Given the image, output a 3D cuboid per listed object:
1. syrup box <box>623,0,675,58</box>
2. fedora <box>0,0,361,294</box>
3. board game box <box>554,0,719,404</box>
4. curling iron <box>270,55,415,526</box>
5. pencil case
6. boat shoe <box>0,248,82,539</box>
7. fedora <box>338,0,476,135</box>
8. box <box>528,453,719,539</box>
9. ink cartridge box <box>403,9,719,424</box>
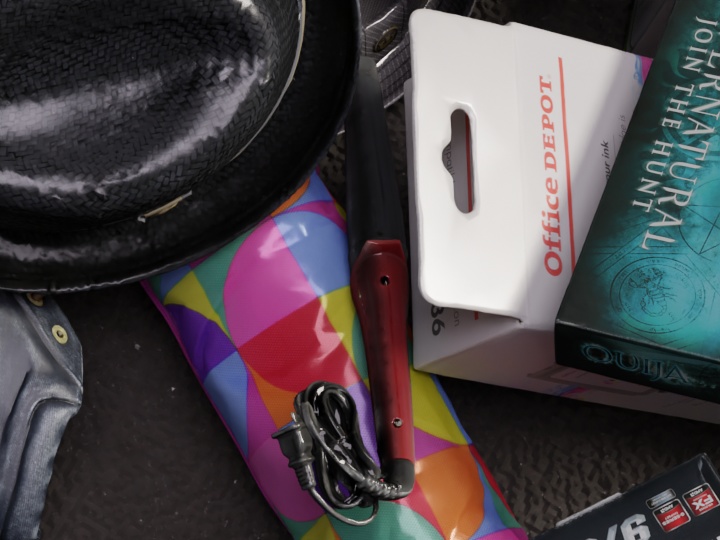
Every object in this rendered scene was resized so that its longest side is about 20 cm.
[{"bbox_3d":[0.169,-0.177,1.182,0.079,0.081,0.201,14,70,-6],"label":"syrup box"},{"bbox_3d":[-0.096,-0.071,0.989,0.200,0.092,0.201,-1,105,-5],"label":"fedora"},{"bbox_3d":[0.161,-0.037,1.031,0.135,0.028,0.200,13,56,14],"label":"board game box"},{"bbox_3d":[0.000,0.000,1.041,0.049,0.026,0.200,27,48,-28],"label":"curling iron"},{"bbox_3d":[-0.013,0.050,1.077,0.088,0.088,0.200,-23,76,-15],"label":"pencil case"},{"bbox_3d":[-0.142,0.004,1.083,0.091,0.071,0.201,12,76,-7],"label":"boat shoe"},{"bbox_3d":[-0.038,-0.143,1.132,0.200,0.090,0.177,-29,78,-17],"label":"fedora"},{"bbox_3d":[0.041,0.143,0.991,0.159,0.200,0.046,-24,72,-16],"label":"box"},{"bbox_3d":[0.082,-0.017,1.080,0.200,0.067,0.117,12,67,-34],"label":"ink cartridge box"}]
